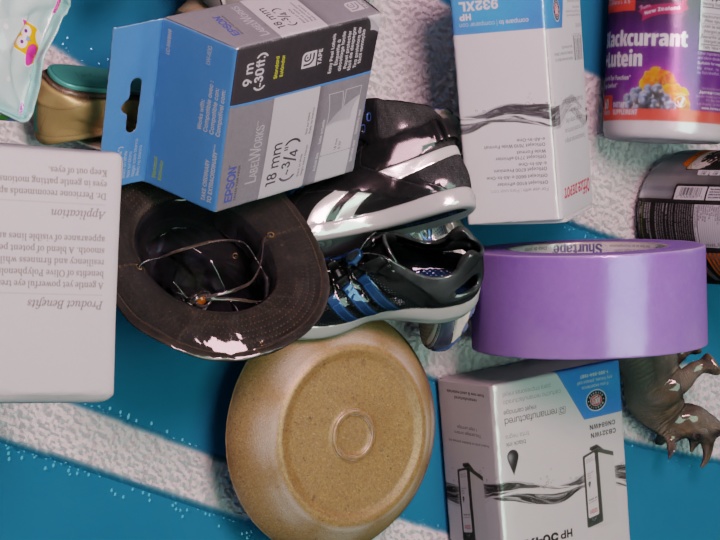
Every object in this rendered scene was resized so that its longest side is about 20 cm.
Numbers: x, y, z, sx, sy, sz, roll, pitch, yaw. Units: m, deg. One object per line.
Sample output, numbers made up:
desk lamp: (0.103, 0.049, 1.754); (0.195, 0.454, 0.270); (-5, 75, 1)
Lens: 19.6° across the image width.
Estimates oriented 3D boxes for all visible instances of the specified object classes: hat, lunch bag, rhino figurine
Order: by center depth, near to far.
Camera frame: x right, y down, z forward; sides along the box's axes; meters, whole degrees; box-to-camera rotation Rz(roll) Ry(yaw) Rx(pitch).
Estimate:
lunch bag: (-0.324, -0.183, 1.399); (0.199, 0.170, 0.123); (24, 81, -36)
hat: (-0.123, 0.004, 1.583); (0.199, 0.081, 0.202); (9, 51, -12)
rhino figurine: (0.275, 0.093, 1.889); (0.087, 0.060, 0.201); (-27, 109, -8)

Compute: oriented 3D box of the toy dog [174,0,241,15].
toy dog: (-0.088, -0.224, 1.560); (0.132, 0.096, 0.200); (-55, 160, 0)

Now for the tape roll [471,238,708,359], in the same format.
tape roll: (0.190, 0.022, 1.745); (0.199, 0.199, 0.086); (-5, 96, -34)

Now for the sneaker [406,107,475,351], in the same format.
sneaker: (0.041, -0.032, 1.727); (0.085, 0.077, 0.202); (-5, 88, -24)

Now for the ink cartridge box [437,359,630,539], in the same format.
ink cartridge box: (0.153, 0.183, 1.798); (0.145, 0.084, 0.202); (-10, 97, -34)

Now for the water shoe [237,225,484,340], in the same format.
water shoe: (0.000, 0.000, 1.642); (0.198, 0.072, 0.079); (-6, 135, -16)

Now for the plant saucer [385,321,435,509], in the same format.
plant saucer: (-0.011, 0.133, 1.713); (0.199, 0.037, 0.202); (-1, 93, -35)

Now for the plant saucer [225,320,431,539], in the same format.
plant saucer: (-0.014, 0.130, 1.668); (0.199, 0.035, 0.202); (-2, 93, -34)

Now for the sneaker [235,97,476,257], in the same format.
sneaker: (-0.015, -0.075, 1.665); (0.198, 0.073, 0.113); (-13, 76, -3)

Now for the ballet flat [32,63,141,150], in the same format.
ballet flat: (-0.161, -0.122, 1.591); (0.199, 0.069, 0.063); (0, 121, -32)

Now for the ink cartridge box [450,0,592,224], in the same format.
ink cartridge box: (0.136, -0.144, 1.730); (0.145, 0.083, 0.202); (-24, 110, -72)

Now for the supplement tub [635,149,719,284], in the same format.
supplement tub: (0.350, -0.046, 1.850); (0.122, 0.199, 0.124); (-2, 94, -34)

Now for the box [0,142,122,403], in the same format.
box: (-0.293, 0.000, 1.415); (0.198, 0.199, 0.173); (2, 90, -35)

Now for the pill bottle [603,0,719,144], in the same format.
pill bottle: (0.273, -0.214, 1.842); (0.111, 0.111, 0.202); (1, 92, -34)

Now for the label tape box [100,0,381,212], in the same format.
label tape box: (-0.089, -0.123, 1.539); (0.199, 0.063, 0.145); (-18, 135, -34)
